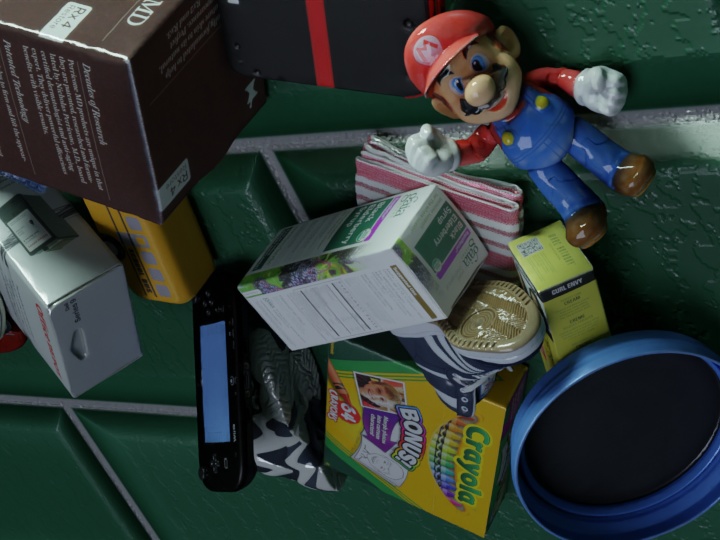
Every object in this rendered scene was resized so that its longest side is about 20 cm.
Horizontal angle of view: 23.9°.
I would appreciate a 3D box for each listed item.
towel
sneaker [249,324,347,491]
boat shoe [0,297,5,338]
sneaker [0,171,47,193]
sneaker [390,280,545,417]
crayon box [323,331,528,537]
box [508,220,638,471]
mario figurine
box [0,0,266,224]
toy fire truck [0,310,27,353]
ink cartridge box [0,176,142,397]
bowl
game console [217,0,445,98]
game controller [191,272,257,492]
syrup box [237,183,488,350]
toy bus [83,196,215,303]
[{"bbox_3d":[0.068,-0.016,1.410,0.145,0.030,0.201,21,143,20],"label":"towel"},{"bbox_3d":[-0.098,0.134,1.656,0.129,0.080,0.200,-1,138,30],"label":"sneaker"},{"bbox_3d":[-0.384,-0.001,1.596,0.075,0.062,0.201,42,155,36],"label":"boat shoe"},{"bbox_3d":[-0.312,-0.131,1.496,0.077,0.086,0.200,26,-178,-35],"label":"sneaker"},{"bbox_3d":[0.101,0.068,1.371,0.109,0.070,0.200,56,160,-23],"label":"sneaker"},{"bbox_3d":[0.055,0.136,1.553,0.172,0.058,0.201,23,141,17],"label":"crayon box"},{"bbox_3d":[0.172,0.063,1.362,0.075,0.050,0.201,-117,5,-52],"label":"box"},{"bbox_3d":[0.112,-0.102,1.206,0.200,0.124,0.106,39,156,-11],"label":"mario figurine"},{"bbox_3d":[-0.206,-0.171,1.342,0.199,0.166,0.165,17,139,22],"label":"box"},{"bbox_3d":[-0.427,0.060,1.777,0.174,0.130,0.200,6,149,-1],"label":"toy fire truck"},{"bbox_3d":[-0.295,-0.002,1.595,0.200,0.084,0.146,46,156,31],"label":"ink cartridge box"},{"bbox_3d":[0.213,0.132,1.350,0.199,0.039,0.202,-6,126,-9],"label":"bowl"},{"bbox_3d":[-0.026,-0.216,1.241,0.176,0.031,0.201,10,136,17],"label":"game console"},{"bbox_3d":[-0.128,0.104,1.581,0.042,0.202,0.104,-2,175,-19],"label":"game controller"},{"bbox_3d":[0.000,0.000,1.390,0.199,0.079,0.082,-15,122,48],"label":"syrup box"},{"bbox_3d":[-0.203,-0.066,1.537,0.078,0.065,0.201,9,135,32],"label":"toy bus"}]
